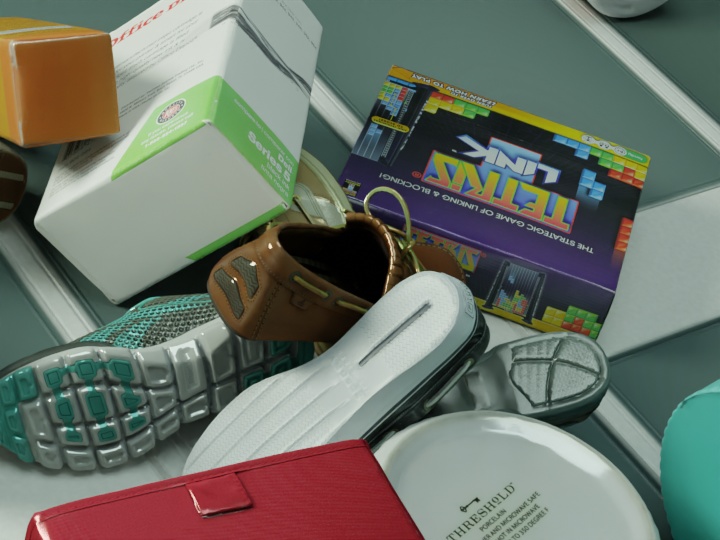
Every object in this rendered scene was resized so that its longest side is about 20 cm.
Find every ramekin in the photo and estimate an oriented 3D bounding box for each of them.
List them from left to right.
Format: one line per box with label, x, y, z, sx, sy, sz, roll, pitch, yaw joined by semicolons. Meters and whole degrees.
ramekin;0.073;0.165;1.046;0.202;0.094;0.203;10;41;-9

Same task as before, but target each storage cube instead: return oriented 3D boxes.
storage cube;-0.049;0.211;0.890;0.200;0.171;0.180;-9;47;-27

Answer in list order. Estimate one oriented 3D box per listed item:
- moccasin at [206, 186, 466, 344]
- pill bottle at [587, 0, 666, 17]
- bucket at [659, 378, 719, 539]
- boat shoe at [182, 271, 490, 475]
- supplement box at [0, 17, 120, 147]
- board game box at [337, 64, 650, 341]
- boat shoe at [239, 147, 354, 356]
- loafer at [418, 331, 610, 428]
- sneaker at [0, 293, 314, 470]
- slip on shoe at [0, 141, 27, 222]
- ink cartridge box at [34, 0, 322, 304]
moccasin;-0.001;-0.001;1.112;0.201;0.078;0.074;8;47;-49
pill bottle;0.192;-0.313;1.616;0.111;0.112;0.200;-8;47;-27
bucket;0.276;0.127;1.084;0.135;0.207;0.207;-22;53;-25
boat shoe;-0.007;0.084;1.082;0.200;0.071;0.072;-36;50;9
supplement box;-0.215;-0.124;1.218;0.069;0.067;0.200;-11;15;-26
board game box;0.088;-0.048;1.322;0.200;0.057;0.165;19;39;3
boat shoe;-0.040;-0.015;1.225;0.066;0.074;0.200;-13;48;-38
loafer;0.051;0.086;1.156;0.200;0.063;0.072;-8;58;-2
sneaker;-0.131;0.057;1.127;0.200;0.078;0.091;-13;23;-23
slip on shoe;-0.288;-0.075;1.162;0.061;0.076;0.200;27;8;33
ink cartridge box;-0.111;-0.096;1.225;0.084;0.145;0.200;47;31;-28
